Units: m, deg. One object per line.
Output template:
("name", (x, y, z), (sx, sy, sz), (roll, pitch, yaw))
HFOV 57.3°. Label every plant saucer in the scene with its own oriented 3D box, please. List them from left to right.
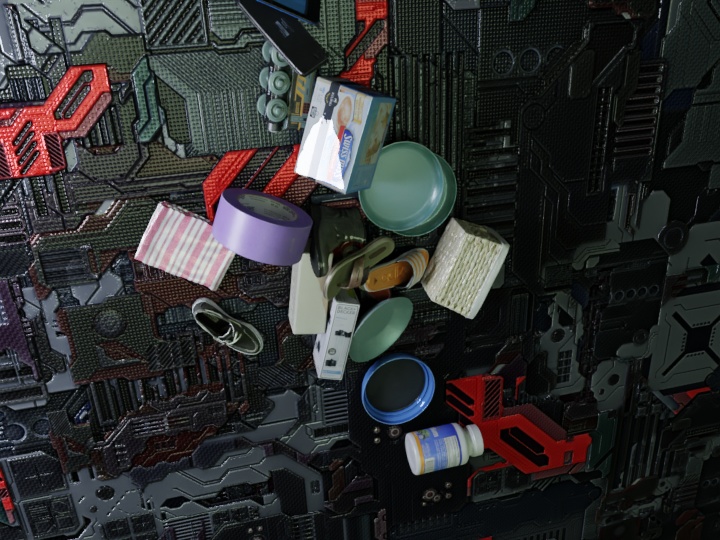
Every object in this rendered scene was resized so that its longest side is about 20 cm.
("plant saucer", (0.041, 0.134, 1.597), (0.199, 0.039, 0.203), (-30, 146, -23))
("plant saucer", (0.088, -0.189, 1.467), (0.196, 0.027, 0.204), (-6, 115, -13))
("plant saucer", (0.126, -0.179, 1.520), (0.196, 0.027, 0.204), (-6, 114, -13))

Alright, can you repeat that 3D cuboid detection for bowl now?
("bowl", (0.096, 0.306, 1.720), (0.196, 0.039, 0.205), (-6, 114, -12))

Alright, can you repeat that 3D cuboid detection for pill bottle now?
("pill bottle", (0.229, 0.480, 1.792), (0.196, 0.112, 0.114), (-10, 116, -11))

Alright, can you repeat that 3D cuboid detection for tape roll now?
("tape roll", (-0.204, -0.093, 1.371), (0.196, 0.200, 0.086), (14, 109, -20))

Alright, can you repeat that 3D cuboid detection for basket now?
("basket", (0.243, -0.012, 1.567), (0.121, 0.136, 0.203), (20, 108, -18))

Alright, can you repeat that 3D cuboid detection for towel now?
("towel", (-0.374, -0.049, 1.441), (0.197, 0.030, 0.148), (24, 106, -23))

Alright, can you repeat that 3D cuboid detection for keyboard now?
("keyboard", (-0.134, -0.473, 1.270), (0.127, 0.021, 0.201), (-40, 88, -23))

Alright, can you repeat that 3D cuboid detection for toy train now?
("toy train", (-0.143, -0.380, 1.332), (0.112, 0.085, 0.204), (-2, 112, -29))

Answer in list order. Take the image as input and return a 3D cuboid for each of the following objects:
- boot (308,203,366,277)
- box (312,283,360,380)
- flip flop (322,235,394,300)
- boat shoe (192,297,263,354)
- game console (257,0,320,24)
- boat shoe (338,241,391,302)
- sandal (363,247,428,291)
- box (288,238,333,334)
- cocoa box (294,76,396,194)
("boot", (-0.045, -0.071, 1.432), (0.128, 0.203, 0.068), (3, 140, -12))
("box", (-0.059, 0.142, 1.561), (0.059, 0.117, 0.204), (8, 110, -15))
("flip flop", (0.000, 0.000, 1.463), (0.198, 0.058, 0.081), (-34, 151, -8))
("boat shoe", (-0.307, 0.143, 1.524), (0.199, 0.064, 0.071), (38, 100, -26))
("game console", (-0.147, -0.579, 1.217), (0.197, 0.119, 0.173), (16, 109, -21))
("boat shoe", (0.015, 0.009, 1.553), (0.071, 0.063, 0.201), (-36, 119, 1))
("sandal", (0.098, 0.011, 1.542), (0.204, 0.059, 0.081), (-22, 120, -35))
("box", (-0.117, 0.037, 1.513), (0.076, 0.095, 0.204), (0, 115, -15))
("cocoa box", (-0.030, -0.276, 1.349), (0.129, 0.133, 0.203), (24, 111, 19))
